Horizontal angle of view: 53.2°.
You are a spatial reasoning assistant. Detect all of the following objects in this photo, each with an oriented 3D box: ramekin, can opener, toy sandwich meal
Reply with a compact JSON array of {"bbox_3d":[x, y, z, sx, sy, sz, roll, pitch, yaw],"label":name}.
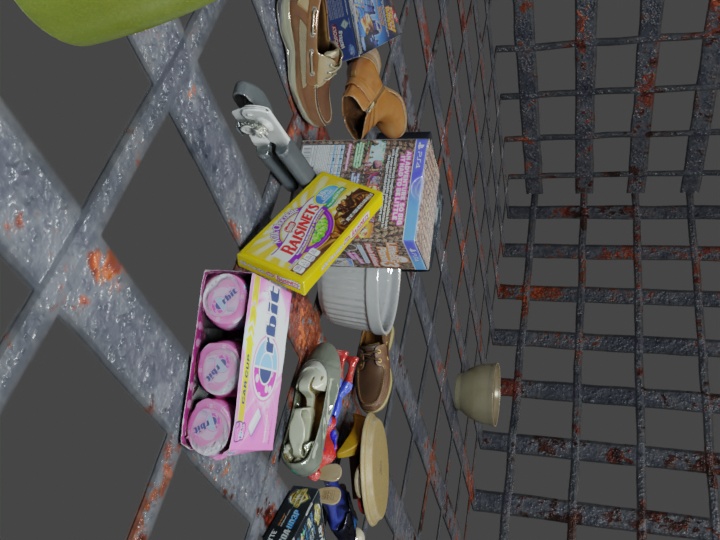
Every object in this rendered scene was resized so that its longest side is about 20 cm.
[{"bbox_3d":[0.000,0.000,1.169,0.200,0.103,0.204,4,90,-77],"label":"ramekin"},{"bbox_3d":[-0.106,-0.167,0.933,0.200,0.052,0.068,56,39,-61],"label":"can opener"},{"bbox_3d":[0.003,0.338,1.243,0.205,0.069,0.209,-4,90,-79],"label":"toy sandwich meal"}]

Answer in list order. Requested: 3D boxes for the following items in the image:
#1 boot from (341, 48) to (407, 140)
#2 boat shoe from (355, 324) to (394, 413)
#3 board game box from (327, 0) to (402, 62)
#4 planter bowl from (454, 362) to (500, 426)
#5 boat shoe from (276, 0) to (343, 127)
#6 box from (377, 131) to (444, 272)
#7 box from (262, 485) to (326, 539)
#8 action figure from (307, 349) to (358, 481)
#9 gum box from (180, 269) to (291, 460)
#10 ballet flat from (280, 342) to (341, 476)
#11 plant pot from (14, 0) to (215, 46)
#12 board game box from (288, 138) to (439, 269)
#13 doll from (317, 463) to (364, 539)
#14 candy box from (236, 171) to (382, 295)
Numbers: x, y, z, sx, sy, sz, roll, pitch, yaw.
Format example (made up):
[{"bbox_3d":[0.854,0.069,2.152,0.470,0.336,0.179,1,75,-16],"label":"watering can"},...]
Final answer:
[{"bbox_3d":[0.019,-0.281,1.287,0.201,0.072,0.156,59,34,-39],"label":"boot"},{"bbox_3d":[0.020,0.163,1.333,0.068,0.071,0.203,61,29,-48],"label":"boat shoe"},{"bbox_3d":[-0.003,-0.442,1.180,0.199,0.061,0.204,-25,107,-62],"label":"board game box"},{"bbox_3d":[0.382,0.402,2.354,0.200,0.132,0.204,1,90,-71],"label":"planter bowl"},{"bbox_3d":[-0.063,-0.298,1.023,0.076,0.070,0.202,-68,153,-47],"label":"boat shoe"},{"bbox_3d":[0.088,-0.137,1.436,0.198,0.115,0.202,72,25,-46],"label":"box"},{"bbox_3d":[-0.093,0.442,1.029,0.159,0.045,0.204,-53,140,-61],"label":"box"},{"bbox_3d":[-0.052,0.230,1.140,0.065,0.051,0.204,42,56,-60],"label":"action figure"},{"bbox_3d":[-0.140,0.112,0.825,0.113,0.065,0.204,38,56,-69],"label":"gum box"},{"bbox_3d":[-0.072,0.194,1.048,0.064,0.066,0.203,47,47,-55],"label":"ballet flat"},{"bbox_3d":[-0.150,-0.279,0.554,0.187,0.196,0.191,1,90,-72],"label":"plant pot"},{"bbox_3d":[0.005,-0.096,1.044,0.097,0.196,0.162,57,40,-62],"label":"board game box"},{"bbox_3d":[-0.033,0.415,1.206,0.138,0.048,0.202,-87,166,-45],"label":"doll"},{"bbox_3d":[-0.061,-0.054,0.927,0.200,0.101,0.027,-51,151,-39],"label":"candy box"}]
